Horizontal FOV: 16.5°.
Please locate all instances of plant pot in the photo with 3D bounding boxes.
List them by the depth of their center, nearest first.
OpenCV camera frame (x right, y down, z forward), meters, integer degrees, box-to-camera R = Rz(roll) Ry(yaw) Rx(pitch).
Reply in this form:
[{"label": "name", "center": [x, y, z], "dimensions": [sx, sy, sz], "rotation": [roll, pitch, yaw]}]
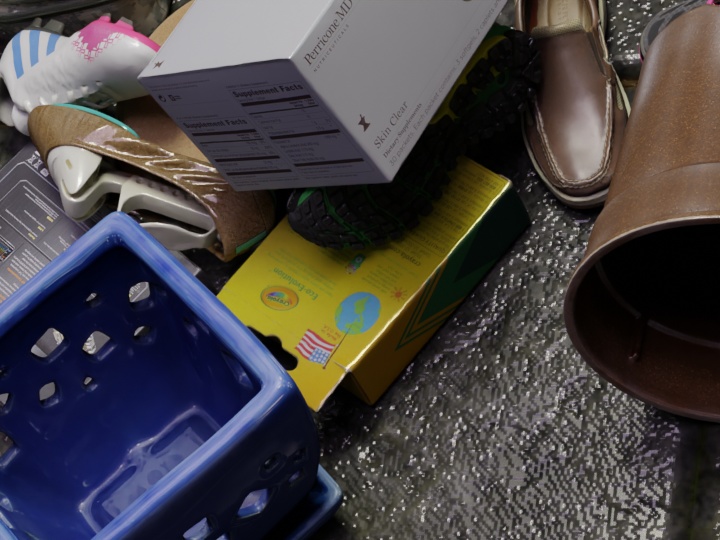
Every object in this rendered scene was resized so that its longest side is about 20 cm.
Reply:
[{"label": "plant pot", "center": [0.233, -0.043, 1.500], "dimensions": [0.200, 0.200, 0.198], "rotation": [-4, 50, 20]}, {"label": "plant pot", "center": [-0.138, 0.119, 1.545], "dimensions": [0.200, 0.180, 0.200], "rotation": [-41, 53, -7]}]

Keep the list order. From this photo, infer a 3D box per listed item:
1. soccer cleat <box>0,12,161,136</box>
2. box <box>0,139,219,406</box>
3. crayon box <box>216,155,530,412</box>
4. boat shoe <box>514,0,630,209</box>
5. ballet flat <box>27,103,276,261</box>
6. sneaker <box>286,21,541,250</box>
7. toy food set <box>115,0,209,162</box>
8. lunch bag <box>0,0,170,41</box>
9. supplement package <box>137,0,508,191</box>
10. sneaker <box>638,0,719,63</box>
[{"label": "soccer cleat", "center": [-0.198, -0.129, 1.746], "dimensions": [0.200, 0.070, 0.086], "rotation": [7, 64, 57]}, {"label": "box", "center": [-0.214, 0.018, 1.722], "dimensions": [0.158, 0.048, 0.200], "rotation": [-46, 53, -9]}, {"label": "crayon box", "center": [0.000, 0.000, 1.644], "dimensions": [0.127, 0.051, 0.200], "rotation": [33, 75, 35]}, {"label": "boat shoe", "center": [0.133, -0.137, 1.661], "dimensions": [0.075, 0.075, 0.203], "rotation": [-16, 55, 12]}, {"label": "ballet flat", "center": [-0.154, -0.054, 1.681], "dimensions": [0.200, 0.068, 0.072], "rotation": [23, 52, 16]}, {"label": "sneaker", "center": [0.026, -0.091, 1.622], "dimensions": [0.200, 0.078, 0.085], "rotation": [-42, 46, -18]}, {"label": "toy food set", "center": [-0.080, -0.128, 1.760], "dimensions": [0.200, 0.049, 0.198], "rotation": [-36, 53, -1]}, {"label": "lunch bag", "center": [-0.225, -0.281, 1.841], "dimensions": [0.139, 0.168, 0.200], "rotation": [-6, 57, 18]}, {"label": "supplement package", "center": [-0.013, -0.161, 1.574], "dimensions": [0.156, 0.111, 0.200], "rotation": [-2, 48, 49]}, {"label": "sneaker", "center": [0.259, -0.166, 1.605], "dimensions": [0.200, 0.087, 0.074], "rotation": [-2, 62, 39]}]
